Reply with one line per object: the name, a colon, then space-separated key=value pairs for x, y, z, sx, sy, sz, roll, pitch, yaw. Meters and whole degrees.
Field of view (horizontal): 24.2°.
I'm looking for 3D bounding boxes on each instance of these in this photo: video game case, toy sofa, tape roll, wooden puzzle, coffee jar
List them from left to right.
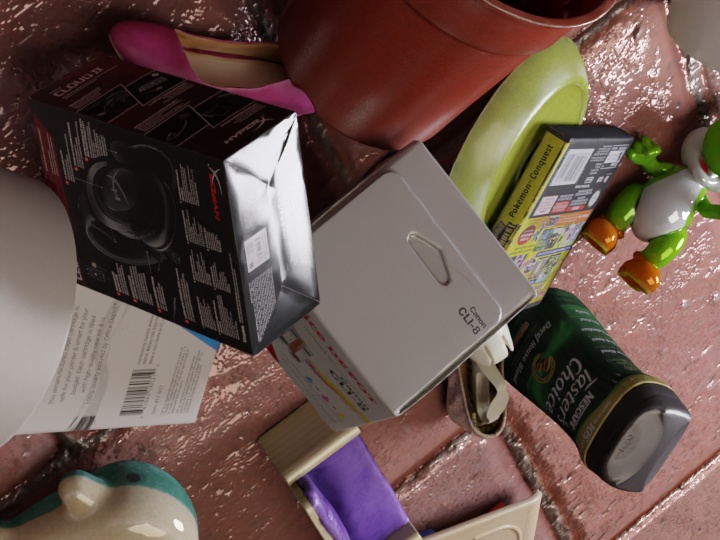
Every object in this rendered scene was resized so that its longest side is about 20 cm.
tape roll: x=-0.301 y=0.015 z=1.104 sx=0.138 sy=0.203 sz=0.204 roll=19 pitch=110 yaw=-44
toy sofa: x=-0.010 y=0.213 z=1.549 sx=0.082 sy=0.098 sz=0.201 roll=-35 pitch=135 yaw=-8
wooden puzzle: x=0.097 y=0.323 z=1.756 sx=0.198 sy=0.046 sz=0.187 roll=-20 pitch=132 yaw=-30
video game case: x=0.160 y=-0.043 z=1.466 sx=0.182 sy=0.025 sz=0.200 roll=-62 pitch=161 yaw=16
coffee jar: x=0.214 y=0.111 z=1.559 sx=0.085 sy=0.200 sz=0.105 roll=16 pitch=112 yaw=-42

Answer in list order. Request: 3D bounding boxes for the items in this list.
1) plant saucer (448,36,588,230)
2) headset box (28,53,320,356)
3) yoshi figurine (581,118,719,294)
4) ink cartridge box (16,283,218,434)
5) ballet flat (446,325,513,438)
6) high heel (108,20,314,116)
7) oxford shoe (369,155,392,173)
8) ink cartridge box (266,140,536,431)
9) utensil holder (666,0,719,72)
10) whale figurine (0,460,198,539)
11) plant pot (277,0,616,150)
plant saucer: x=0.136 y=-0.099 z=1.404 sx=0.200 sy=0.031 sz=0.201 roll=-47 pitch=158 yaw=-26
headset box: x=-0.131 y=-0.049 z=1.126 sx=0.077 sy=0.199 sz=0.150 roll=-37 pitch=133 yaw=-38
yoshi figurine: x=0.304 y=-0.078 z=1.552 sx=0.200 sy=0.112 sz=0.112 roll=-45 pitch=131 yaw=-2
ink cartridge box: x=-0.209 y=0.041 z=1.276 sx=0.198 sy=0.084 sz=0.147 roll=1 pitch=121 yaw=-36
ballet flat: x=0.114 y=0.078 z=1.557 sx=0.068 sy=0.067 sz=0.201 roll=-26 pitch=134 yaw=-18
high heel: x=-0.090 y=-0.154 z=1.210 sx=0.096 sy=0.068 sz=0.199 roll=-35 pitch=145 yaw=23
oxford shoe: x=0.000 y=0.000 z=1.407 sx=0.070 sy=0.074 sz=0.201 roll=19 pitch=110 yaw=-43
ink cartridge box: x=0.010 y=0.017 z=1.259 sx=0.144 sy=0.146 sz=0.200 roll=-40 pitch=-178 yaw=-17
utensil holder: x=0.355 y=-0.276 z=1.390 sx=0.168 sy=0.170 sz=0.202 roll=-12 pitch=130 yaw=-29
whale figurine: x=-0.235 y=0.218 z=1.405 sx=0.197 sy=0.104 sz=0.160 roll=-3 pitch=128 yaw=-4
plant pot: x=0.048 y=-0.199 z=1.184 sx=0.199 sy=0.203 sz=0.195 roll=-1 pitch=152 yaw=-36
